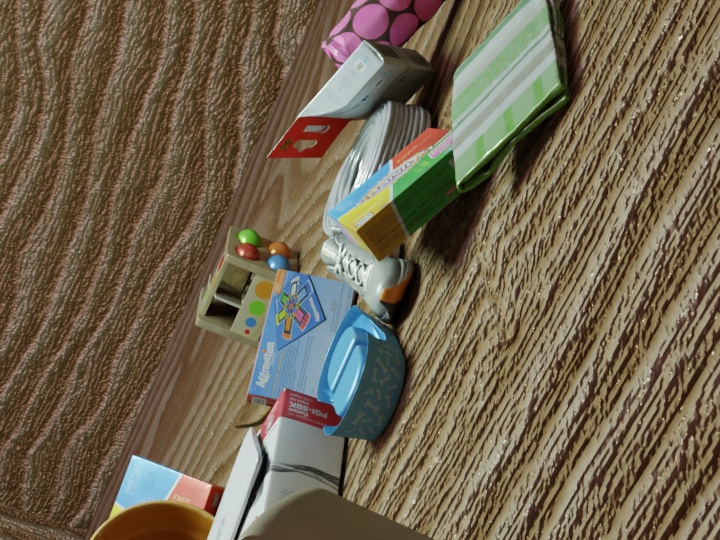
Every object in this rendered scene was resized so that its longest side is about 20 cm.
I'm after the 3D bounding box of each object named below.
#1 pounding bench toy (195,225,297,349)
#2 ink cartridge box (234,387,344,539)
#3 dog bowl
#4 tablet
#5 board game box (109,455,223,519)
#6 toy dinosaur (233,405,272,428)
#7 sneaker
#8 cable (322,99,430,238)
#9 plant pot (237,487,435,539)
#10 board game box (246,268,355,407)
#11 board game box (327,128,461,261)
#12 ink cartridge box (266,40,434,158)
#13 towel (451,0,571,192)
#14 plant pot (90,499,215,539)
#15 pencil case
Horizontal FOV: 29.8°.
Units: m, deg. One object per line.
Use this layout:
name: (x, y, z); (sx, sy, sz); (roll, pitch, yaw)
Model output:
pounding bench toy: (-0.185, 0.006, 2.267); (0.200, 0.124, 0.156); (-95, 29, -66)
ink cartridge box: (-0.084, 0.253, 1.467); (0.200, 0.083, 0.147); (-83, 19, -51)
dog bowl: (0.001, 0.110, 1.417); (0.200, 0.049, 0.112); (-114, 46, -73)
tablet: (-0.148, 0.278, 1.475); (0.130, 0.014, 0.200); (-137, 66, -79)
board game box: (-0.314, 0.402, 2.067); (0.040, 0.153, 0.200); (37, -109, -65)
toy dinosaur: (-0.095, 0.140, 1.661); (0.060, 0.106, 0.200); (126, 161, -48)
sneaker: (0.000, 0.000, 1.512); (0.200, 0.092, 0.076); (-117, 48, -75)
cable: (0.020, -0.119, 1.687); (0.200, 0.069, 0.200); (-127, 59, -77)
plant pot: (-0.010, 0.256, 0.892); (0.177, 0.199, 0.200); (-69, 4, -74)
board game box: (-0.070, 0.086, 1.651); (0.019, 0.103, 0.200); (104, 178, -49)
board game box: (0.048, -0.084, 1.410); (0.153, 0.040, 0.200); (-40, 12, -3)
ink cartridge box: (-0.011, -0.202, 1.728); (0.200, 0.047, 0.160); (-48, -15, 21)
towel: (0.142, -0.174, 1.276); (0.149, 0.031, 0.200); (-45, 25, 32)
plant pot: (-0.253, 0.425, 1.722); (0.183, 0.200, 0.201); (101, -179, -51)
pencil case: (0.042, -0.333, 1.775); (0.200, 0.094, 0.091); (-46, 53, -5)
